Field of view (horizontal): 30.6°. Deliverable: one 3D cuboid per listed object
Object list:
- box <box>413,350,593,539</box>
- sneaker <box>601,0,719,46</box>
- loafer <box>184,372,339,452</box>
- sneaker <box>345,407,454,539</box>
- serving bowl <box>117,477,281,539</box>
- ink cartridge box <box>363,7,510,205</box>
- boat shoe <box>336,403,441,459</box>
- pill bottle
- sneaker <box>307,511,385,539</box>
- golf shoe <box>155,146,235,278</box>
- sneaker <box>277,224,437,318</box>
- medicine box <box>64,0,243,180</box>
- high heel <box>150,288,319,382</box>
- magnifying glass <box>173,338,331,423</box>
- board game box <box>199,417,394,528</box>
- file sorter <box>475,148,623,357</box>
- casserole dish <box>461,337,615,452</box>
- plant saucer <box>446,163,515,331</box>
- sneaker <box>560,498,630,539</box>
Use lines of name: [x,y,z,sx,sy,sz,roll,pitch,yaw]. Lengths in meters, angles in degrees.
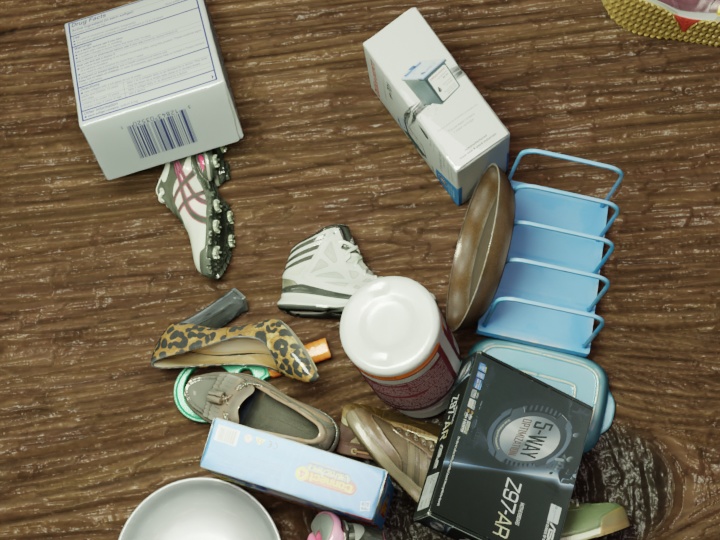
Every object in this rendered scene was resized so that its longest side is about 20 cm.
box: [0.161,0.214,1.463,0.159,0.044,0.202,27,64,-12]
sneaker: [0.406,-0.347,1.672,0.197,0.075,0.091,14,68,1]
loafer: [-0.120,0.163,1.544,0.198,0.063,0.073,18,80,14]
sneaker: [0.069,0.217,1.491,0.075,0.070,0.200,-43,92,-8]
serving bowl: [-0.184,0.345,1.526,0.197,0.066,0.203,-1,75,3]
ink cartridge box: [0.094,-0.198,1.608,0.085,0.147,0.201,-35,75,-4]
boat shoe: [0.066,0.219,1.548,0.197,0.072,0.073,17,97,3]
pill bottle: [0.052,0.094,1.500,0.113,0.200,0.116,-5,66,12]
sneaker: [-0.026,0.363,1.479,0.094,0.079,0.202,8,119,-23]
golf shoe: [-0.207,-0.080,1.642,0.087,0.077,0.203,-11,67,12]
sneaker: [0.000,0.000,1.594,0.198,0.076,0.117,4,76,13]
medicine box: [-0.257,-0.237,1.630,0.180,0.103,0.201,-17,50,-1]
high heel: [-0.149,0.110,1.548,0.142,0.072,0.199,-35,46,-23]
magnifying glass: [-0.132,0.127,1.603,0.198,0.022,0.081,-19,75,-2]
board game box: [-0.065,0.233,1.481,0.197,0.196,0.057,16,77,8]
file sorter: [0.228,-0.024,1.549,0.137,0.123,0.202,12,69,-1]
casserole dish: [0.207,0.146,1.568,0.197,0.039,0.123,13,76,8]
plant saucer: [0.143,-0.024,1.537,0.032,0.200,0.203,13,76,-6]
sneaker: [0.204,0.278,1.517,0.198,0.067,0.091,-15,80,3]
